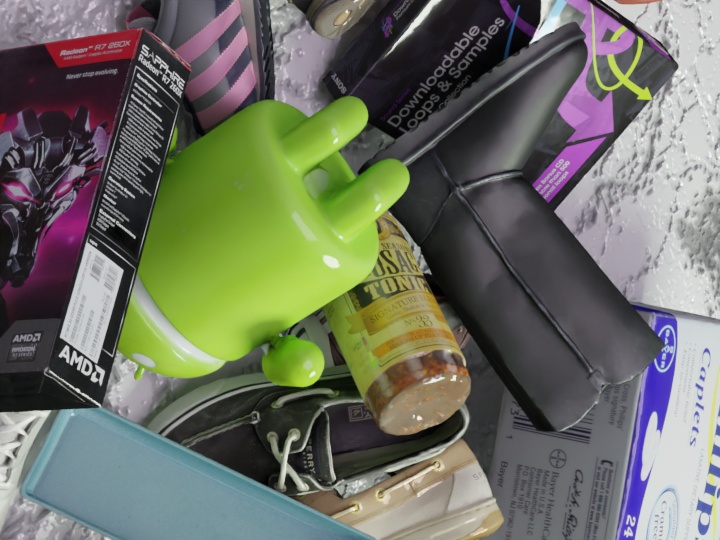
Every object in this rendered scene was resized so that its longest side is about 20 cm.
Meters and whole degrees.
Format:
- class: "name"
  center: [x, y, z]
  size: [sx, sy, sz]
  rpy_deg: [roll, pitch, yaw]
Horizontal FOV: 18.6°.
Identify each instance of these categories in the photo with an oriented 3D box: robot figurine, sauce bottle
- class: "robot figurine"
  center: [-0.071, -0.017, 1.231]
  size: [0.176, 0.199, 0.116]
  rpy_deg: [56, 20, -7]
- class: "sauce bottle"
  center: [0.000, 0.000, 1.291]
  size: [0.066, 0.201, 0.066]
  rpy_deg: [-20, 150, -12]

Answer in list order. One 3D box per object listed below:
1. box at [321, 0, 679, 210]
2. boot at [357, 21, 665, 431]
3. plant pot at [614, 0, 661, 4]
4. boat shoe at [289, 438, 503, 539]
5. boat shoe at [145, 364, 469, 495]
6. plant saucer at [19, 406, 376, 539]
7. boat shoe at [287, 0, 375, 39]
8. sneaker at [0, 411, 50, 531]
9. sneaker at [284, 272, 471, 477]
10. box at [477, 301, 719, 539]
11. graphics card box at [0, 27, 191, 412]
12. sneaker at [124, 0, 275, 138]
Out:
- class: "box"
  center: [0.091, -0.125, 1.395]
  size: [0.200, 0.036, 0.143]
  rpy_deg: [27, 110, -38]
- class: "boot"
  center: [0.120, -0.025, 1.335]
  size: [0.165, 0.066, 0.200]
  rpy_deg: [-36, 87, 3]
- class: "plant pot"
  center: [0.167, -0.287, 1.387]
  size: [0.201, 0.200, 0.196]
  rpy_deg: [-48, 131, -24]
- class: "boat shoe"
  center: [-0.016, 0.155, 1.336]
  size: [0.199, 0.074, 0.070]
  rpy_deg: [-18, 80, -1]
- class: "boat shoe"
  center: [-0.035, 0.097, 1.298]
  size: [0.199, 0.064, 0.071]
  rpy_deg: [-15, 112, -6]
- class: "plant saucer"
  center: [-0.092, 0.143, 1.260]
  size: [0.199, 0.019, 0.070]
  rpy_deg: [25, 63, -2]
- class: "boat shoe"
  center: [0.012, -0.218, 1.325]
  size: [0.073, 0.075, 0.200]
  rpy_deg: [42, 44, -1]
- class: "sneaker"
  center: [-0.197, 0.069, 1.188]
  size: [0.075, 0.092, 0.201]
  rpy_deg: [11, 90, -40]
- class: "sneaker"
  center: [0.049, 0.076, 1.387]
  size: [0.115, 0.076, 0.200]
  rpy_deg: [-42, 123, -4]
- class: "box"
  center: [0.178, 0.113, 1.468]
  size: [0.200, 0.104, 0.185]
  rpy_deg: [8, 92, -58]
- class: "graphics card box"
  center: [-0.169, -0.025, 1.140]
  size: [0.051, 0.125, 0.201]
  rpy_deg: [41, 54, -48]
- class: "sneaker"
  center: [-0.092, -0.125, 1.276]
  size: [0.082, 0.070, 0.201]
  rpy_deg: [-2, 118, 4]
